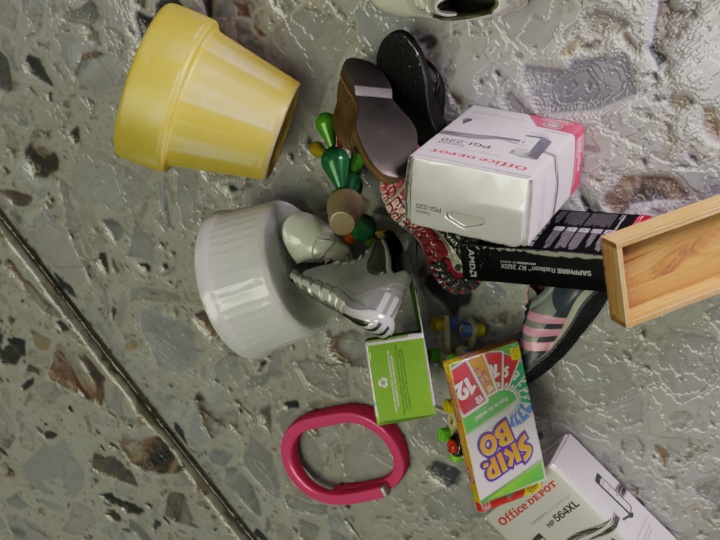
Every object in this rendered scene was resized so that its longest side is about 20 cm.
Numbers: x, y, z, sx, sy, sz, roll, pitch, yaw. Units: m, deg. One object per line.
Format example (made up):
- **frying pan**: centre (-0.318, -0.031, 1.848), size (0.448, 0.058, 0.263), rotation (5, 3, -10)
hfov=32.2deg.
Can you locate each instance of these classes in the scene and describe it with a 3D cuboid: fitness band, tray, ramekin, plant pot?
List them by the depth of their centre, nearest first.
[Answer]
- **tray**: centre (0.358, -0.018, 1.356), size (0.037, 0.199, 0.099), rotation (-142, 37, -63)
- **plant pot**: centre (-0.182, -0.205, 1.551), size (0.188, 0.201, 0.201), rotation (20, 124, -1)
- **ramekin**: centre (-0.117, 0.007, 1.612), size (0.097, 0.201, 0.201), rotation (-17, 106, 25)
- **fitness band**: centre (-0.025, 0.264, 1.787), size (0.199, 0.037, 0.144), rotation (-16, 106, 32)

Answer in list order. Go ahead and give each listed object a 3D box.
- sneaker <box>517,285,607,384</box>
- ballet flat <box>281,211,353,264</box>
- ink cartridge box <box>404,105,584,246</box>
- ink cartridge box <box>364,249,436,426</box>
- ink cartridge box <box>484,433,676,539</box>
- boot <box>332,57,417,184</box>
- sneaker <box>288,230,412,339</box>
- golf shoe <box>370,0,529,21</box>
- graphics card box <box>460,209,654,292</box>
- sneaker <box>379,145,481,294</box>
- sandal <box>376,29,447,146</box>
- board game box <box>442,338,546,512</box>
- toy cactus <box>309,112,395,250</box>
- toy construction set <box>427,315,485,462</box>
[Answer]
- **sneaker**: centre (0.228, 0.062, 1.542), size (0.082, 0.070, 0.200), rotation (51, 130, 23)
- **ballet flat**: centre (-0.026, -0.002, 1.598), size (0.069, 0.070, 0.200), rotation (-9, 136, 31)
- **ink cartridge box**: centre (0.153, -0.110, 1.400), size (0.145, 0.200, 0.085), rotation (13, 120, 22)
- **ink cartridge box**: centre (0.040, 0.082, 1.551), size (0.075, 0.148, 0.201), rotation (-10, 88, 0)
- **ink cartridge box**: centre (0.284, 0.336, 1.627), size (0.200, 0.084, 0.146), rotation (44, 126, 2)
- **boot**: centre (0.012, -0.155, 1.427), size (0.073, 0.201, 0.076), rotation (8, 130, -23)
- **sneaker**: centre (0.000, 0.000, 1.493), size (0.200, 0.075, 0.116), rotation (28, 88, 51)
- **golf shoe**: centre (0.087, -0.315, 1.398), size (0.199, 0.097, 0.079), rotation (3, 117, 29)
- **graphics card box**: centre (0.229, -0.027, 1.448), size (0.199, 0.125, 0.051), rotation (6, 117, 25)
- **sneaker**: centre (0.083, -0.064, 1.531), size (0.080, 0.075, 0.201), rotation (-25, 102, 7)
- **sandal**: centre (0.073, -0.202, 1.495), size (0.075, 0.048, 0.201), rotation (10, 133, 40)
- **board game box**: centre (0.167, 0.194, 1.531), size (0.030, 0.095, 0.201), rotation (-156, 51, -68)
- **toy cactus**: centre (-0.006, -0.092, 1.527), size (0.102, 0.165, 0.201), rotation (-7, 117, 9)
- **toy construction set**: centre (0.131, 0.166, 1.604), size (0.131, 0.092, 0.201), rotation (-133, 33, -60)
